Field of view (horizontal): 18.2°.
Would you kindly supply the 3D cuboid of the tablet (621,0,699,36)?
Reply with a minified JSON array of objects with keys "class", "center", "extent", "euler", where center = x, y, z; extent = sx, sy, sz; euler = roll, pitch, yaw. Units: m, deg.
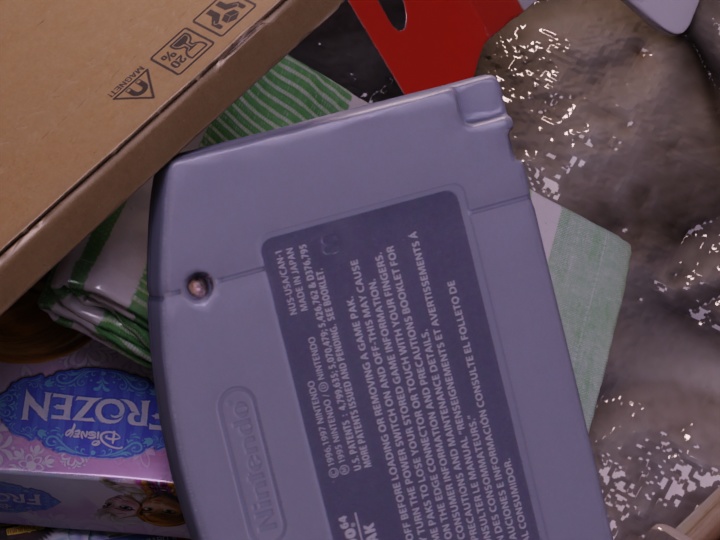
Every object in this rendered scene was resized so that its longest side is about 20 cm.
[{"class":"tablet","center":[0.084,-0.204,0.956],"extent":[0.200,0.014,0.131],"euler":[37,56,-21]}]

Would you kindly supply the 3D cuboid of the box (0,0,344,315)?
[{"class":"box","center":[-0.127,-0.056,0.728],"extent":[0.200,0.021,0.163],"euler":[-44,46,-16]}]

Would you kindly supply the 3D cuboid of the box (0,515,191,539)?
[{"class":"box","center":[-0.050,0.053,0.830],"extent":[0.199,0.040,0.137],"euler":[-9,59,-10]}]

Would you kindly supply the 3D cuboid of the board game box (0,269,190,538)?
[{"class":"board game box","center":[-0.140,-0.006,0.812],"extent":[0.199,0.041,0.200],"euler":[4,56,-1]}]

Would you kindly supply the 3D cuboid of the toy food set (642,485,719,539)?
[{"class":"toy food set","center":[0.187,0.102,0.765],"extent":[0.143,0.061,0.200],"euler":[37,27,16]}]

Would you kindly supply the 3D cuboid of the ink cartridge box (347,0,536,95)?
[{"class":"ink cartridge box","center":[0.039,-0.167,0.820],"extent":[0.057,0.163,0.201],"euler":[-12,42,26]}]

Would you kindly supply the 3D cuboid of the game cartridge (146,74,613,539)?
[{"class":"game cartridge","center":[0.004,0.050,0.720],"extent":[0.132,0.041,0.201],"euler":[-15,95,-16]}]

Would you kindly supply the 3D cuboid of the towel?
[{"class":"towel","center":[0.000,0.000,0.791],"extent":[0.199,0.023,0.153],"euler":[28,50,-13]}]
